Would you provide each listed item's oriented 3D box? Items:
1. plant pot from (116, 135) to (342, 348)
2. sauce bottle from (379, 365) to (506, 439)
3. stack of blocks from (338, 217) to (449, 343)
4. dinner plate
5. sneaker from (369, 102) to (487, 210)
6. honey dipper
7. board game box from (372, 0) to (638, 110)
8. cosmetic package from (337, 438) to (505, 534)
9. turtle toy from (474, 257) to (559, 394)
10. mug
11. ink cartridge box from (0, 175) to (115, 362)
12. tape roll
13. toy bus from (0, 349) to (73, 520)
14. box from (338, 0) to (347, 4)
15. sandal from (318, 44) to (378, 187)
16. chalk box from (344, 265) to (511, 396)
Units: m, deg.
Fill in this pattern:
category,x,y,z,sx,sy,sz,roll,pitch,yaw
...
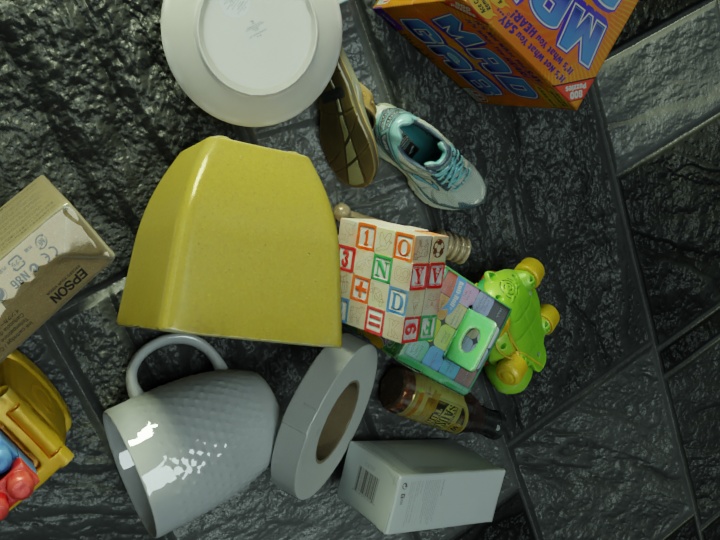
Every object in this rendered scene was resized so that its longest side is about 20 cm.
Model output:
category,x,y,z,sx,sy,sz,roll,pitch,yaw
plant pot,-0.135,-0.029,0.892,0.192,0.195,0.203,8,83,-28
sauce bottle,0.118,0.186,1.138,0.198,0.066,0.067,22,91,-28
stack of blocks,0.000,0.000,0.950,0.058,0.198,0.117,-1,102,-46
dinner plate,-0.109,-0.253,0.878,0.197,0.024,0.203,-6,106,-20
sneaker,0.091,-0.130,1.036,0.199,0.086,0.078,30,88,-29
honey dipper,0.054,-0.052,1.066,0.198,0.038,0.039,17,94,-27
board game box,0.177,-0.331,0.969,0.199,0.199,0.202,32,86,-30
cosmetic package,0.082,0.279,1.098,0.198,0.112,0.082,10,97,-38
turtle toy,0.196,0.085,1.133,0.146,0.100,0.202,-45,123,-38
mug,-0.190,0.167,0.941,0.174,0.148,0.202,-22,81,-27
ink cartridge box,-0.346,0.010,0.796,0.200,0.164,0.075,-44,120,-11
tape roll,-0.041,0.174,0.998,0.204,0.037,0.204,-54,158,-34
toy bus,-0.381,0.195,0.808,0.199,0.192,0.137,-39,118,-12
box,-0.091,-0.313,0.919,0.198,0.049,0.083,-28,114,-19
sandal,-0.015,-0.197,0.980,0.054,0.080,0.203,-31,111,-39
chalk box,0.087,0.060,1.014,0.123,0.199,0.126,31,87,-29
